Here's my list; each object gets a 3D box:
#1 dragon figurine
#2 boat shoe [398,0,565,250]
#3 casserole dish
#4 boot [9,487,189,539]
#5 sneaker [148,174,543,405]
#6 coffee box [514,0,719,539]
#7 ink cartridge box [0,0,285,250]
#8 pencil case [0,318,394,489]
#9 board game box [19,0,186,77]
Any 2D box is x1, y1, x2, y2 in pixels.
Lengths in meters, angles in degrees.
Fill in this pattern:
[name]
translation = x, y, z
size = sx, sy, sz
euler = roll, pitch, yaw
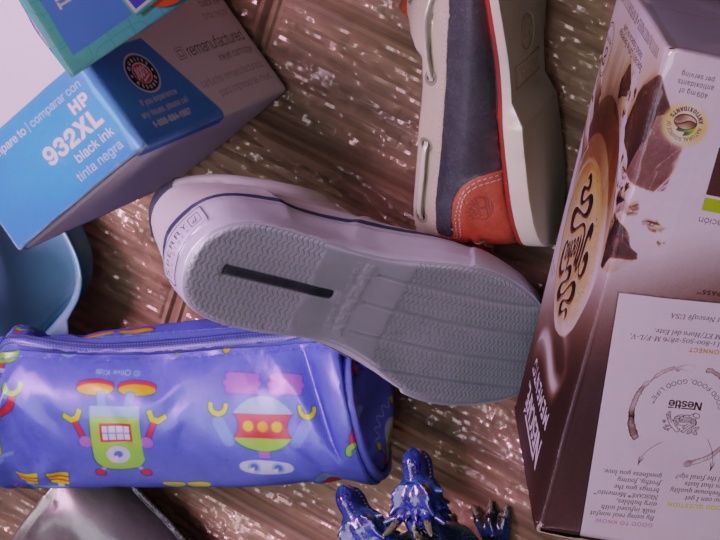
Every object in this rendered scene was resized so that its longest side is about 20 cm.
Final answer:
[dragon figurine]
translation = 0.043, 0.169, 0.879
size = 0.059, 0.099, 0.201
euler = -10, 101, 27
[boat shoe]
translation = 0.045, -0.105, 0.816
size = 0.062, 0.071, 0.201
euler = 3, 111, 26
[casserole dish]
translation = -0.209, -0.033, 0.969
size = 0.121, 0.039, 0.200
euler = -41, 85, 29
[boot]
translation = -0.108, 0.215, 0.979
size = 0.199, 0.073, 0.182
euler = 35, 103, 4
[sneaker]
translation = 0.000, 0.000, 0.830
size = 0.073, 0.199, 0.071
euler = -57, 35, 17
[coffee box]
translation = 0.124, -0.001, 0.773
size = 0.079, 0.113, 0.201
euler = 10, 111, -5
[ink cartridge box]
translation = -0.144, -0.127, 0.850
size = 0.084, 0.145, 0.201
euler = -36, 89, 28
[pencil case]
translation = -0.080, 0.059, 0.894
size = 0.198, 0.078, 0.087
euler = -3, 121, 12
[board game box]
translation = -0.064, -0.187, 0.712
size = 0.199, 0.152, 0.045
euler = -35, 45, -6
